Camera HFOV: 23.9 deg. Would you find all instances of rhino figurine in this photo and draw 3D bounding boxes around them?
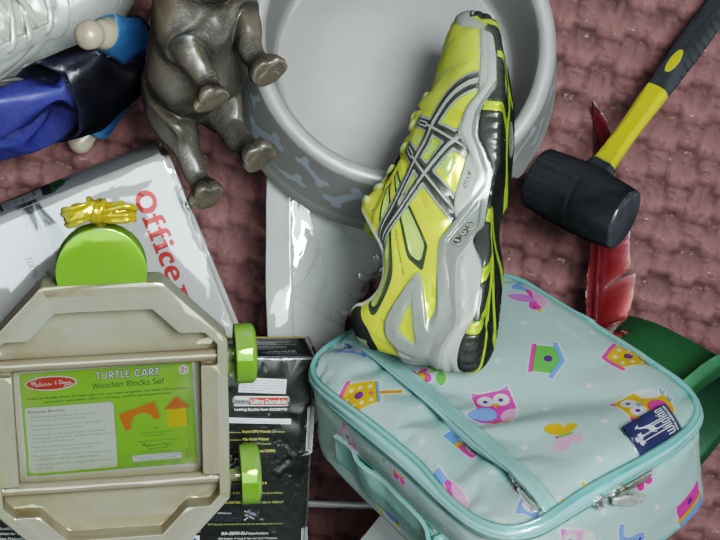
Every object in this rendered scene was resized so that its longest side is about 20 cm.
[{"bbox_3d":[-0.080,-0.125,0.890,0.060,0.200,0.088,-19,61,-21],"label":"rhino figurine"}]

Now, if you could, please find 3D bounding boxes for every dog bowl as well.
[{"bbox_3d":[0.022,-0.125,0.976,0.199,0.059,0.201,1,78,-6],"label":"dog bowl"}]

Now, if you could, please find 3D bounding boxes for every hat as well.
[{"bbox_3d":[0.136,0.051,1.056,0.200,0.166,0.176,-40,64,-15],"label":"hat"}]

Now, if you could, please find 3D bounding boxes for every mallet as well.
[{"bbox_3d":[0.180,-0.096,1.011,0.066,0.041,0.200,37,74,27],"label":"mallet"}]

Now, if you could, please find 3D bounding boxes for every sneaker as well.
[{"bbox_3d":[0.039,-0.048,0.896,0.076,0.075,0.201,3,69,14],"label":"sneaker"},{"bbox_3d":[0.000,0.000,1.021,0.115,0.074,0.201,1,98,-3],"label":"sneaker"},{"bbox_3d":[-0.215,-0.131,0.963,0.199,0.099,0.078,-27,101,-1],"label":"sneaker"}]

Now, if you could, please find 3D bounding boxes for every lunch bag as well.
[{"bbox_3d":[0.074,0.086,0.899,0.160,0.200,0.077,-23,128,-28],"label":"lunch bag"}]

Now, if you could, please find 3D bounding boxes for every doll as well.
[{"bbox_3d":[-0.165,-0.102,0.959,0.199,0.137,0.049,-30,75,-27],"label":"doll"}]

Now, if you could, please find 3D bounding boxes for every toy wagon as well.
[{"bbox_3d":[-0.131,0.057,0.898,0.154,0.040,0.201,-3,104,-8],"label":"toy wagon"}]

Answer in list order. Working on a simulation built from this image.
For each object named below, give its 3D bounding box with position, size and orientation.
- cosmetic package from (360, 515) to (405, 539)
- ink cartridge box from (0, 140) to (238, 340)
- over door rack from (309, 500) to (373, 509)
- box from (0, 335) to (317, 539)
[{"bbox_3d":[0.020,0.197,0.979,0.200,0.051,0.082,-51,137,3],"label":"cosmetic package"},{"bbox_3d":[-0.178,0.028,0.999,0.199,0.084,0.147,-21,103,-3],"label":"ink cartridge box"},{"bbox_3d":[0.002,0.205,1.056,0.199,0.067,0.149,-1,98,-7],"label":"over door rack"},{"bbox_3d":[-0.127,0.117,0.959,0.199,0.049,0.161,0,103,-9],"label":"box"}]
